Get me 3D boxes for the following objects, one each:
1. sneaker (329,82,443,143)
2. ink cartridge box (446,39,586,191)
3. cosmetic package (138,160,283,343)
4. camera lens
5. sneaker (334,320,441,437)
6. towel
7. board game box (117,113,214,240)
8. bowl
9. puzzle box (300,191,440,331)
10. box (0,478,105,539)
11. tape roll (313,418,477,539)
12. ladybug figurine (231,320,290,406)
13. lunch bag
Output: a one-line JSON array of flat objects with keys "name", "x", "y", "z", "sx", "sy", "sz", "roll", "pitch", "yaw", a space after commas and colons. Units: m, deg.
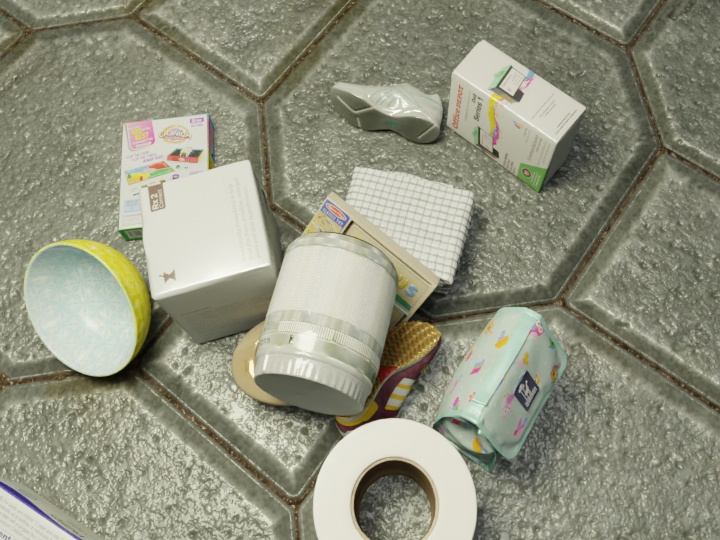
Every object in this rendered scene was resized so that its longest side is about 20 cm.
[{"name": "sneaker", "x": 0.045, "y": -0.278, "z": 1.179, "sx": 0.196, "sy": 0.071, "sz": 0.081, "roll": 18, "pitch": 60, "yaw": 4}, {"name": "ink cartridge box", "x": 0.237, "y": -0.242, "z": 1.104, "sx": 0.199, "sy": 0.145, "sz": 0.084, "roll": 40, "pitch": 74, "yaw": 17}, {"name": "cosmetic package", "x": -0.199, "y": -0.020, "z": 1.005, "sx": 0.162, "sy": 0.201, "sz": 0.168, "roll": -15, "pitch": 68, "yaw": -1}, {"name": "camera lens", "x": -0.042, "y": 0.065, "z": 0.905, "sx": 0.157, "sy": 0.161, "sz": 0.203, "roll": 11, "pitch": 65, "yaw": 8}, {"name": "sneaker", "x": 0.040, "y": 0.156, "z": 0.988, "sx": 0.199, "sy": 0.091, "sz": 0.075, "roll": -38, "pitch": 48, "yaw": -21}, {"name": "towel", "x": 0.067, "y": -0.060, "z": 1.074, "sx": 0.196, "sy": 0.086, "sz": 0.168, "roll": 12, "pitch": 67, "yaw": 10}, {"name": "board game box", "x": -0.317, "y": -0.157, "z": 1.156, "sx": 0.149, "sy": 0.040, "sz": 0.204, "roll": -6, "pitch": 67, "yaw": 1}, {"name": "bowl", "x": -0.378, "y": 0.040, "z": 1.029, "sx": 0.197, "sy": 0.203, "sz": 0.108, "roll": 23, "pitch": 27, "yaw": 12}, {"name": "puzzle box", "x": 0.000, "y": 0.000, "z": 1.006, "sx": 0.199, "sy": 0.134, "sz": 0.025, "roll": 38, "pitch": 29, "yaw": -1}, {"name": "box", "x": -0.448, "y": 0.404, "z": 0.896, "sx": 0.181, "sy": 0.105, "sz": 0.202, "roll": 26, "pitch": 72, "yaw": 13}, {"name": "tape roll", "x": 0.044, "y": 0.304, "z": 0.892, "sx": 0.198, "sy": 0.140, "sz": 0.207, "roll": -1, "pitch": 67, "yaw": 2}, {"name": "ladybug figurine", "x": -0.085, "y": 0.128, "z": 1.007, "sx": 0.196, "sy": 0.072, "sz": 0.138, "roll": -11, "pitch": 65, "yaw": -2}, {"name": "lunch bag", "x": 0.180, "y": 0.154, "z": 0.914, "sx": 0.121, "sy": 0.201, "sz": 0.171, "roll": 32, "pitch": 71, "yaw": 16}]
